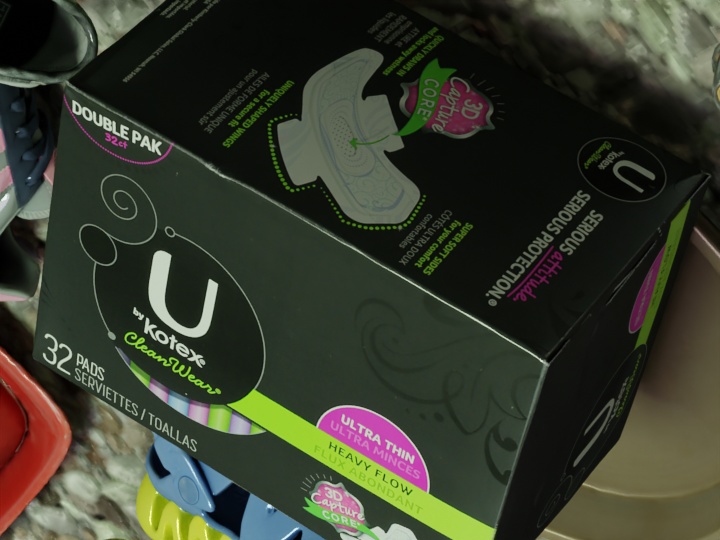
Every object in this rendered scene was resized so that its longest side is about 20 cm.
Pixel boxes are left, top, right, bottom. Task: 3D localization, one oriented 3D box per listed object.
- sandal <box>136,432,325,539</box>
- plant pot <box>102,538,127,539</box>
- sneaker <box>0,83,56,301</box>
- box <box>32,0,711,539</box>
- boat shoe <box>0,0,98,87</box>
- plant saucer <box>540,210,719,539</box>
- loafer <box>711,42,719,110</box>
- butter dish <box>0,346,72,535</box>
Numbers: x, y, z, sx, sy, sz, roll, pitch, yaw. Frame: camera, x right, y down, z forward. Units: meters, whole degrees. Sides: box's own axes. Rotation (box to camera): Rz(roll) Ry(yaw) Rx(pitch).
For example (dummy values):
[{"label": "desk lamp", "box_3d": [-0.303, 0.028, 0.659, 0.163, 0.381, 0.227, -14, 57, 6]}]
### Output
[{"label": "sandal", "box_3d": [-0.026, 0.088, 1.215, 0.199, 0.079, 0.088, 15, 124, 39]}, {"label": "plant pot", "box_3d": [-0.073, 0.234, 1.278, 0.195, 0.194, 0.201, 11, 136, 31]}, {"label": "sneaker", "box_3d": [-0.153, -0.065, 1.221, 0.082, 0.070, 0.200, 18, 136, -5]}, {"label": "box", "box_3d": [0.000, 0.000, 1.053, 0.199, 0.124, 0.149, 30, 137, 17]}, {"label": "boat shoe", "box_3d": [-0.184, -0.115, 1.071, 0.199, 0.074, 0.068, 29, 180, -39]}, {"label": "plant saucer", "box_3d": [0.082, 0.025, 1.122, 0.199, 0.029, 0.201, 22, 135, 24]}, {"label": "loafer", "box_3d": [0.199, -0.021, 0.956, 0.200, 0.072, 0.073, 36, 137, 8]}, {"label": "butter dish", "box_3d": [-0.264, 0.081, 1.355, 0.199, 0.148, 0.200, 43, 139, -1]}]
